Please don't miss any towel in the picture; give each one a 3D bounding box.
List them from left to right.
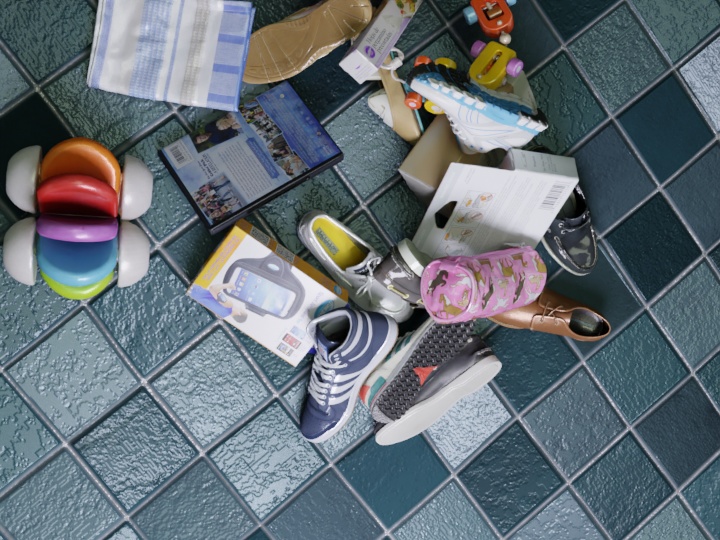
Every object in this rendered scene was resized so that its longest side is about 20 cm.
[{"bbox_3d":[-0.242,-0.288,1.342,0.200,0.024,0.147,10,90,-1],"label":"towel"}]

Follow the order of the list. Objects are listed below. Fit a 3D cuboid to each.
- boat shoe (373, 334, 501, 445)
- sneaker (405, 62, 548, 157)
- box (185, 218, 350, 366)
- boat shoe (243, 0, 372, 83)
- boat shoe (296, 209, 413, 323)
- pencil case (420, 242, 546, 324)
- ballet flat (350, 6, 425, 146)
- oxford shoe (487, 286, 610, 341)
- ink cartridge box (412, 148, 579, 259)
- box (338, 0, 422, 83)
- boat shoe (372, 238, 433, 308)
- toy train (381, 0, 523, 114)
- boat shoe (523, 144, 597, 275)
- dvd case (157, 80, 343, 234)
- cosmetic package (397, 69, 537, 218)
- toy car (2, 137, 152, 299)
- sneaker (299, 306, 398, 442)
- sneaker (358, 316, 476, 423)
[{"bbox_3d":[0.096,0.162,1.440,0.200,0.074,0.060,-37,59,5],"label":"boat shoe"},{"bbox_3d":[0.134,-0.187,1.306,0.200,0.075,0.087,19,123,-27],"label":"sneaker"},{"bbox_3d":[-0.111,0.035,1.371,0.200,0.041,0.119,35,110,-10],"label":"box"},{"bbox_3d":[-0.071,-0.301,1.374,0.200,0.069,0.074,-21,101,15],"label":"boat shoe"},{"bbox_3d":[0.003,-0.004,1.399,0.075,0.086,0.202,-44,102,-9],"label":"boat shoe"},{"bbox_3d":[0.159,0.015,1.347,0.200,0.083,0.087,-11,78,-51],"label":"pencil case"},{"bbox_3d":[0.028,-0.252,1.417,0.063,0.069,0.200,-19,87,-4],"label":"ballet flat"},{"bbox_3d":[0.257,0.054,1.475,0.200,0.071,0.071,12,90,-13],"label":"oxford shoe"},{"bbox_3d":[0.166,-0.080,1.392,0.173,0.200,0.044,7,52,-14],"label":"ink cartridge box"},{"bbox_3d":[0.035,-0.319,1.366,0.039,0.041,0.200,41,51,-15],"label":"box"},{"bbox_3d":[0.075,0.015,1.386,0.061,0.201,0.072,-36,63,10],"label":"boat shoe"},{"bbox_3d":[0.130,-0.278,1.376,0.200,0.056,0.150,-29,62,0],"label":"toy train"},{"bbox_3d":[0.287,-0.084,1.480,0.074,0.066,0.200,-23,97,-13],"label":"boat shoe"},{"bbox_3d":[-0.141,-0.148,1.360,0.200,0.018,0.143,-31,67,-12],"label":"dvd case"},{"bbox_3d":[0.146,-0.177,1.416,0.071,0.105,0.200,31,83,30],"label":"cosmetic package"},{"bbox_3d":[-0.340,-0.064,1.279,0.175,0.150,0.200,3,90,-15],"label":"toy car"},{"bbox_3d":[-0.042,0.131,1.362,0.108,0.070,0.200,20,106,-52],"label":"sneaker"},{"bbox_3d":[0.065,0.103,1.407,0.200,0.093,0.070,-51,129,3],"label":"sneaker"}]
